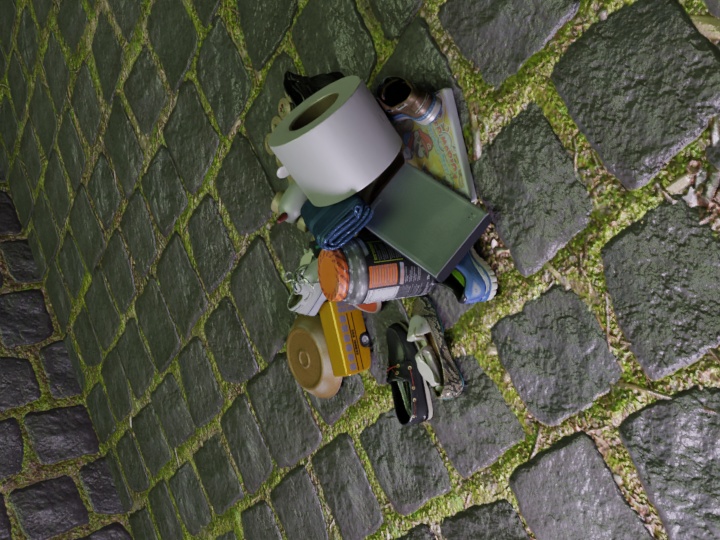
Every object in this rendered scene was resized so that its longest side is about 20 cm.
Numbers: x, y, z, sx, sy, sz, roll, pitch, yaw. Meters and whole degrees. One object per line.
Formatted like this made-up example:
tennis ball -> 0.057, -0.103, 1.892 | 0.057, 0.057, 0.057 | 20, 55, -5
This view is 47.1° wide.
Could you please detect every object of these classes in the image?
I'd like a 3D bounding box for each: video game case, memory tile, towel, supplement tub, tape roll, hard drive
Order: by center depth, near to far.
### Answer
hard drive -> 0.108, -0.086, 1.427 | 0.200, 0.033, 0.140 | 37, 86, 35
tape roll -> -0.046, -0.229, 1.470 | 0.202, 0.203, 0.139 | -1, 132, 52
video game case -> 0.119, -0.204, 1.488 | 0.181, 0.023, 0.202 | -13, 89, 52
towel -> -0.046, -0.101, 1.488 | 0.049, 0.112, 0.200 | 46, -176, -26
supplement tub -> 0.031, -0.005, 1.500 | 0.122, 0.199, 0.124 | 26, 119, 61
memory tile -> -0.148, -0.302, 1.808 | 0.154, 0.017, 0.201 | 54, 136, 27

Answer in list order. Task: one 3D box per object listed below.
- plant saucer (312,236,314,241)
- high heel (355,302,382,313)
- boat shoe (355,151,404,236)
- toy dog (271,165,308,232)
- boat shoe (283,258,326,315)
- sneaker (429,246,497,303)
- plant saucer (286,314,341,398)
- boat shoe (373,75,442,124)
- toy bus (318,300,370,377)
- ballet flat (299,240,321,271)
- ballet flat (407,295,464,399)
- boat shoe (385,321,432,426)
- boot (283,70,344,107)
plant saucer -> -0.032, -0.094, 1.703 | 0.200, 0.035, 0.202 | 18, 114, 49
high heel -> 0.000, 0.000, 1.640 | 0.200, 0.067, 0.097 | 64, -157, -48
boat shoe -> 0.020, -0.151, 1.552 | 0.065, 0.072, 0.201 | 49, 134, 29
toy dog -> -0.129, -0.168, 1.684 | 0.131, 0.096, 0.201 | 11, 115, 19
boat shoe -> -0.112, 0.025, 1.666 | 0.202, 0.085, 0.075 | 123, 149, -56
sneaker -> 0.152, -0.026, 1.436 | 0.201, 0.089, 0.079 | 57, 147, 26
plant saucer -> -0.115, 0.197, 1.880 | 0.200, 0.035, 0.202 | 19, 116, 48
boat shoe -> 0.067, -0.308, 1.453 | 0.073, 0.072, 0.200 | -61, 31, -2
toy bus -> -0.035, 0.115, 1.731 | 0.065, 0.078, 0.202 | -13, 89, 52
ballet flat -> -0.103, -0.003, 1.737 | 0.073, 0.073, 0.200 | 59, 151, 22
ballet flat -> 0.128, 0.144, 1.533 | 0.068, 0.075, 0.201 | -35, 72, 51
boat shoe -> 0.085, 0.202, 1.618 | 0.074, 0.063, 0.203 | -19, 84, 54
boot -> -0.060, -0.317, 1.592 | 0.200, 0.131, 0.070 | 46, 132, 37
